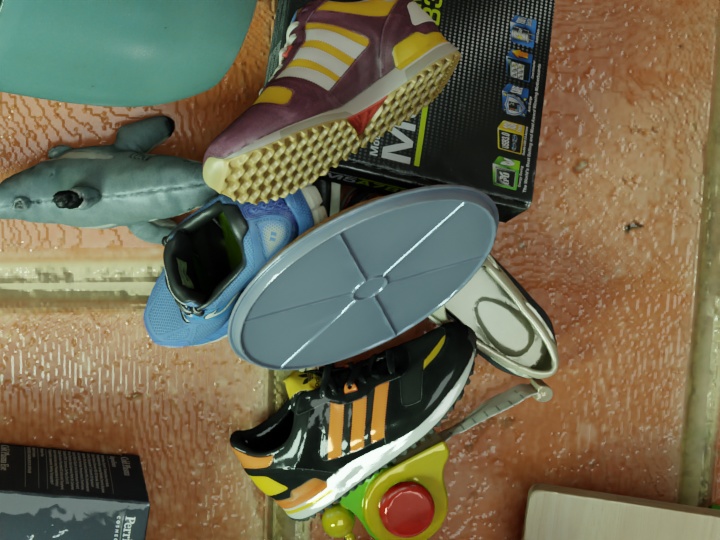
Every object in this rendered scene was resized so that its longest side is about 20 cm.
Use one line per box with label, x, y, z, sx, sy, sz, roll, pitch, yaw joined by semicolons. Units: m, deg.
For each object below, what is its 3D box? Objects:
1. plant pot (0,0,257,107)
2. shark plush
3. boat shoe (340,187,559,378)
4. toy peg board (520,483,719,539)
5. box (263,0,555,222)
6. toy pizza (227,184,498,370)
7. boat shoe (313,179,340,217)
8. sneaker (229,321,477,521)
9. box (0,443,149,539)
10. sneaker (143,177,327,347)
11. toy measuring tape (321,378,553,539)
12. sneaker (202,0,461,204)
plant pot;-0.155;-0.196;0.998;0.160;0.200;0.202;13;100;-25
shark plush;-0.195;-0.062;1.071;0.198;0.083;0.092;6;101;-13
boat shoe;0.068;0.009;1.155;0.200;0.063;0.071;42;93;-16
toy peg board;0.216;0.267;1.241;0.197;0.098;0.202;8;100;2
box;0.034;-0.151;1.083;0.192;0.047;0.202;14;75;-17
toy pizza;0.000;0.000;1.046;0.199;0.201;0.032;-25;65;-6
boat shoe;-0.050;-0.035;1.114;0.067;0.072;0.202;4;102;-12
sneaker;-0.007;0.095;1.134;0.200;0.070;0.090;-41;112;16
box;-0.254;0.231;1.113;0.180;0.104;0.202;6;101;-15
sneaker;-0.106;-0.005;1.058;0.089;0.200;0.079;-19;72;-40
toy measuring tape;0.064;0.155;1.184;0.199;0.074;0.074;-28;107;-5
sneaker;-0.033;-0.116;0.994;0.199;0.075;0.090;-30;71;-32
